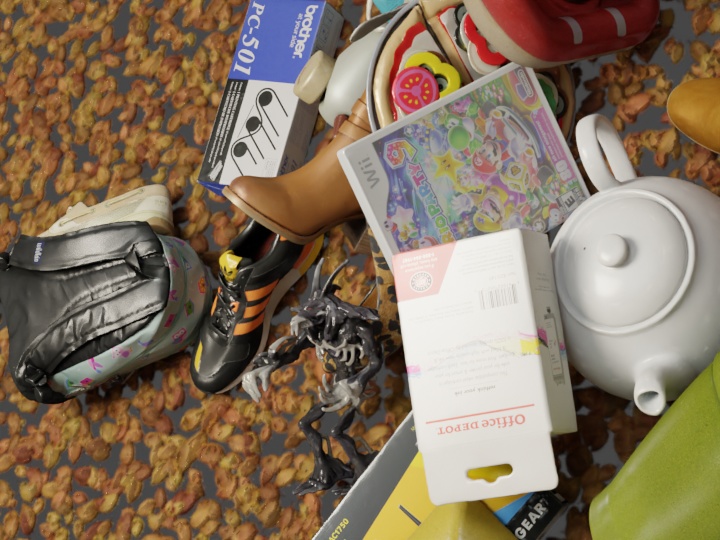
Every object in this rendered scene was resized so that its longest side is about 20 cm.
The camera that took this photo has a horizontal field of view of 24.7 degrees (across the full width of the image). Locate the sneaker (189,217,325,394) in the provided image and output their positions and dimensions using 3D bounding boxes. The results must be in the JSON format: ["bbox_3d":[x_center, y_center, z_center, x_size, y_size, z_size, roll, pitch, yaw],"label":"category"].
[{"bbox_3d":[-0.116,0.018,1.553,0.070,0.090,0.201,31,88,35],"label":"sneaker"}]

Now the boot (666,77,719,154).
[{"bbox_3d":[0.318,-0.139,1.324,0.200,0.144,0.071,25,84,35],"label":"boot"}]

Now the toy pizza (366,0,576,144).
[{"bbox_3d":[0.102,-0.154,1.445,0.202,0.198,0.032,-69,15,-9],"label":"toy pizza"}]

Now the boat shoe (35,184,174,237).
[{"bbox_3d":[-0.278,-0.034,1.685,0.198,0.072,0.066,-19,54,21],"label":"boat shoe"}]

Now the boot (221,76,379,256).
[{"bbox_3d":[-0.018,-0.102,1.463,0.074,0.198,0.156,46,117,45],"label":"boot"}]

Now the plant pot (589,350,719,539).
[{"bbox_3d":[0.278,0.171,1.214,0.193,0.199,0.202,-41,56,24],"label":"plant pot"}]

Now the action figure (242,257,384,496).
[{"bbox_3d":[-0.032,0.096,1.420,0.118,0.101,0.203,1,103,43],"label":"action figure"}]

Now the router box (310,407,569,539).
[{"bbox_3d":[0.055,0.224,1.368,0.149,0.051,0.201,39,95,14],"label":"router box"}]

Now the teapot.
[{"bbox_3d":[0.224,0.000,1.325,0.199,0.146,0.199,30,88,36],"label":"teapot"}]

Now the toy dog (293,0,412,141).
[{"bbox_3d":[0.016,-0.190,1.505,0.097,0.130,0.201,-88,15,-53],"label":"toy dog"}]

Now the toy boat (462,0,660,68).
[{"bbox_3d":[0.184,-0.258,1.405,0.131,0.198,0.131,62,145,17],"label":"toy boat"}]

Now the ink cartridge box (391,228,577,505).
[{"bbox_3d":[0.101,0.078,1.301,0.115,0.067,0.203,-11,81,25],"label":"ink cartridge box"}]

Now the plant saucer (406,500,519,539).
[{"bbox_3d":[0.081,0.312,1.303,0.200,0.048,0.200,43,96,10],"label":"plant saucer"}]

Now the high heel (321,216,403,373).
[{"bbox_3d":[0.000,0.000,1.452,0.200,0.142,0.072,-42,28,21],"label":"high heel"}]

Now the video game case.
[{"bbox_3d":[0.092,-0.078,1.399,0.199,0.018,0.144,-28,96,-23],"label":"video game case"}]

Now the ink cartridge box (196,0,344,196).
[{"bbox_3d":[-0.089,-0.171,1.637,0.093,0.044,0.202,8,76,31],"label":"ink cartridge box"}]

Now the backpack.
[{"bbox_3d":[-0.246,0.030,1.605,0.198,0.126,0.169,-22,73,20],"label":"backpack"}]

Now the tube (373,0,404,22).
[{"bbox_3d":[0.070,-0.220,1.564,0.077,0.050,0.201,-35,53,16],"label":"tube"}]
